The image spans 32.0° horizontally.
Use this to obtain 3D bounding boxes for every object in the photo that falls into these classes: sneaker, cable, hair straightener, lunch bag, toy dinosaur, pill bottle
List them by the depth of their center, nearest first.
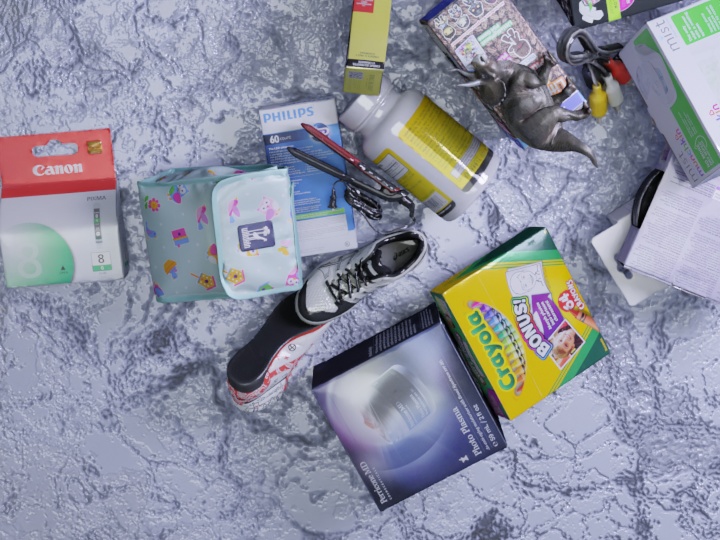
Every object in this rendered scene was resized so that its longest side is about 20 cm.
[{"bbox_3d":[0.208,-0.196,1.492,0.102,0.077,0.200,-36,106,18],"label":"toy dinosaur"},{"bbox_3d":[0.307,-0.264,1.590,0.050,0.200,0.097,36,89,26],"label":"cable"},{"bbox_3d":[-0.013,-0.107,1.625,0.200,0.041,0.077,33,95,-17],"label":"hair straightener"},{"bbox_3d":[-0.173,-0.050,1.625,0.199,0.122,0.171,-1,104,21],"label":"lunch bag"},{"bbox_3d":[0.073,-0.165,1.629,0.200,0.111,0.111,39,99,-9],"label":"pill bottle"},{"bbox_3d":[0.000,0.000,1.654,0.200,0.088,0.076,-33,89,-9],"label":"sneaker"},{"bbox_3d":[-0.105,0.108,1.711,0.067,0.108,0.201,37,63,18],"label":"sneaker"}]

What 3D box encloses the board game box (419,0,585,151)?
[{"bbox_3d":[0.176,-0.266,1.584,0.097,0.159,0.200,-38,101,7],"label":"board game box"}]

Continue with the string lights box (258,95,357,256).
[{"bbox_3d":[-0.068,-0.124,1.662,0.102,0.059,0.201,-8,102,0],"label":"string lights box"}]

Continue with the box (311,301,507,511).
[{"bbox_3d":[0.065,0.185,1.699,0.198,0.123,0.200,-28,100,6],"label":"box"}]

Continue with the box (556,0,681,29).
[{"bbox_3d":[0.336,-0.410,1.552,0.199,0.124,0.149,-15,126,2],"label":"box"}]

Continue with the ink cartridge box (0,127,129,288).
[{"bbox_3d":[-0.402,-0.082,1.674,0.160,0.050,0.201,-5,104,0],"label":"ink cartridge box"}]

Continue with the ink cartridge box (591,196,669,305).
[{"bbox_3d":[0.414,-0.055,1.679,0.200,0.068,0.116,-32,100,5],"label":"ink cartridge box"}]

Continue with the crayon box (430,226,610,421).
[{"bbox_3d":[0.215,0.070,1.682,0.172,0.058,0.200,-32,102,-15],"label":"crayon box"}]

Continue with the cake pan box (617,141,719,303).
[{"bbox_3d":[0.451,-0.060,1.619,0.199,0.052,0.185,20,97,-4],"label":"cake pan box"}]

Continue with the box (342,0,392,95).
[{"bbox_3d":[0.013,-0.325,1.569,0.050,0.075,0.201,7,73,-1],"label":"box"}]

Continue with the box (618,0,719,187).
[{"bbox_3d":[0.450,-0.232,1.555,0.176,0.097,0.200,-23,80,-17],"label":"box"}]
